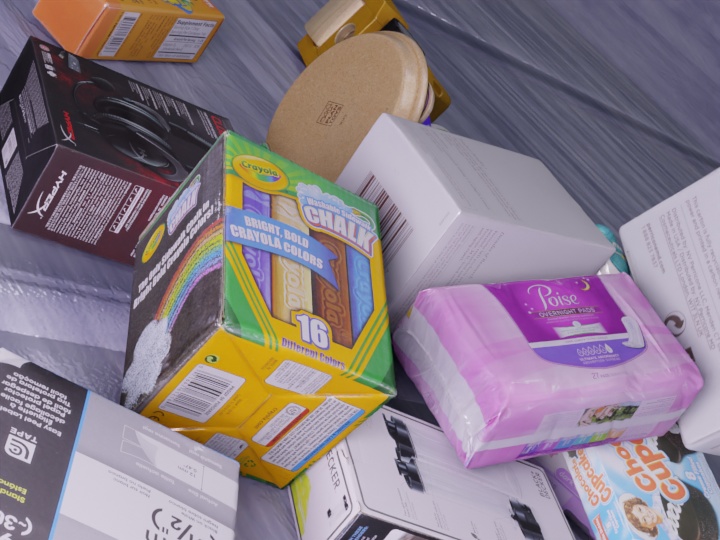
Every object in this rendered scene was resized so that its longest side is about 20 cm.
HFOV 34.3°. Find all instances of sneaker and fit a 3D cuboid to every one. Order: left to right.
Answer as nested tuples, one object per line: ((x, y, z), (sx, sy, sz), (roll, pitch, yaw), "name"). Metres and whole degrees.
((0.205, -0.005, 1.036), (0.200, 0.076, 0.081), (25, 52, -88), "sneaker")

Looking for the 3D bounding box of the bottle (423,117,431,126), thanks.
((0.031, -0.117, 1.086), (0.064, 0.084, 0.203), (6, 65, -15), "bottle")

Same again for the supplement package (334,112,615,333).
((0.080, -0.025, 0.909), (0.198, 0.118, 0.117), (9, 36, -44), "supplement package")

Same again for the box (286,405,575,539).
((0.049, 0.160, 0.764), (0.198, 0.060, 0.117), (25, 26, -30), "box")

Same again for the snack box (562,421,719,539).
((0.206, 0.131, 0.896), (0.115, 0.037, 0.202), (10, 43, -29), "snack box")

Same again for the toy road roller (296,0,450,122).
((0.023, -0.241, 1.406), (0.146, 0.123, 0.201), (38, 18, -40), "toy road roller")

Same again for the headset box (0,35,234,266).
((-0.161, -0.072, 0.867), (0.198, 0.078, 0.150), (19, 29, -35), "headset box")

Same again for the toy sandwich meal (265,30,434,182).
((-0.009, -0.116, 1.026), (0.070, 0.205, 0.206), (35, 19, -39), "toy sandwich meal")

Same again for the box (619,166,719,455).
((0.348, 0.024, 0.924), (0.170, 0.199, 0.201), (16, 52, -42), "box")

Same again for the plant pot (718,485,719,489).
((0.358, 0.242, 0.923), (0.186, 0.202, 0.202), (8, 34, -22), "plant pot")

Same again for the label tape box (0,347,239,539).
((-0.132, 0.141, 0.528), (0.142, 0.066, 0.201), (30, 23, -18), "label tape box")

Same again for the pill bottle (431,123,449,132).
((0.094, -0.040, 1.136), (0.110, 0.111, 0.201), (11, 35, -47), "pill bottle")

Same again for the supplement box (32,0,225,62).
((-0.216, -0.244, 1.119), (0.067, 0.069, 0.200), (45, 22, 12), "supplement box")

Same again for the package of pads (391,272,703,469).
((0.131, 0.066, 0.828), (0.198, 0.076, 0.121), (-4, 47, -32), "package of pads")

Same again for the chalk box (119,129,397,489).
((-0.066, 0.009, 0.739), (0.123, 0.125, 0.202), (25, 41, -28), "chalk box")

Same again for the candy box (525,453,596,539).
((0.192, 0.130, 1.015), (0.168, 0.072, 0.200), (43, 23, 10), "candy box")
